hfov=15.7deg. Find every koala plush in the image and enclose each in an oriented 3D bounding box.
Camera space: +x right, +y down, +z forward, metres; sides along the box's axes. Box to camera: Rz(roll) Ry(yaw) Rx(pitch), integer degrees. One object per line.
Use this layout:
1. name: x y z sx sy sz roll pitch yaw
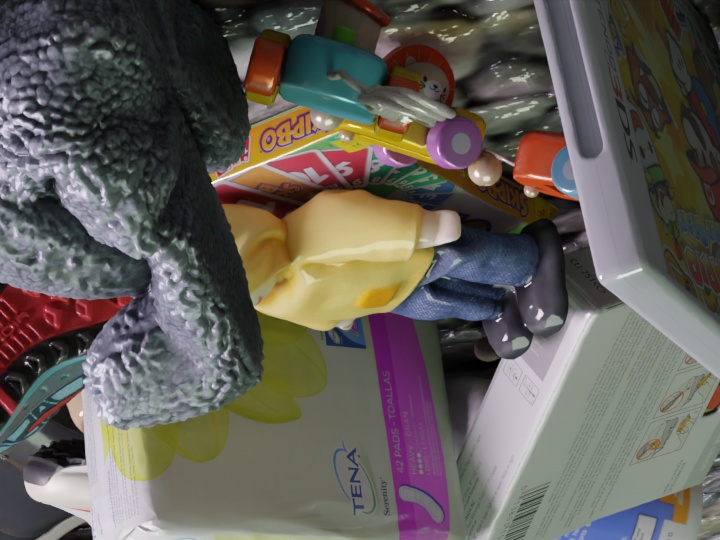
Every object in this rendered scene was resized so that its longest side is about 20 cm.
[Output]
1. koala plush: -0.157 -0.039 1.017 0.199 0.178 0.184 -11 146 10

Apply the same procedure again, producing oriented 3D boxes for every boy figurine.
1. boy figurine: 0.000 0.000 1.214 0.199 0.065 0.124 3 158 -31

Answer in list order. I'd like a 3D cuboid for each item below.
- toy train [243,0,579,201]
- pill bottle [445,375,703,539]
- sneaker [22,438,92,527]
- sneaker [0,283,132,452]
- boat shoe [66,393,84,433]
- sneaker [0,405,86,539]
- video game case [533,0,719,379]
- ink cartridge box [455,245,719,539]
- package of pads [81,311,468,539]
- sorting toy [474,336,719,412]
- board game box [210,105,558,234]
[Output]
1. toy train: 0.044 -0.071 1.083 0.150 0.056 0.200 12 174 39
2. pill bottle: 0.088 0.123 1.512 0.199 0.113 0.112 15 150 -27
3. sneaker: -0.093 0.147 1.390 0.199 0.094 0.070 14 176 -39
4. sneaker: -0.158 0.031 1.230 0.200 0.079 0.096 -36 174 -18
5. boat shoe: -0.074 0.076 1.409 0.199 0.065 0.071 9 127 -32
6. sneaker: -0.200 0.102 1.473 0.106 0.075 0.200 28 146 -30
7. video game case: 0.120 -0.051 1.035 0.023 0.183 0.200 -20 155 20
8. ink cartridge box: 0.141 0.058 1.375 0.176 0.045 0.201 -17 143 -36
9. package of pads: -0.046 0.080 1.336 0.199 0.155 0.068 7 154 -31
10. sorting toy: 0.192 0.040 1.472 0.185 0.037 0.200 -25 152 35
11. board game box: 0.011 -0.032 1.255 0.095 0.030 0.200 -20 157 29
